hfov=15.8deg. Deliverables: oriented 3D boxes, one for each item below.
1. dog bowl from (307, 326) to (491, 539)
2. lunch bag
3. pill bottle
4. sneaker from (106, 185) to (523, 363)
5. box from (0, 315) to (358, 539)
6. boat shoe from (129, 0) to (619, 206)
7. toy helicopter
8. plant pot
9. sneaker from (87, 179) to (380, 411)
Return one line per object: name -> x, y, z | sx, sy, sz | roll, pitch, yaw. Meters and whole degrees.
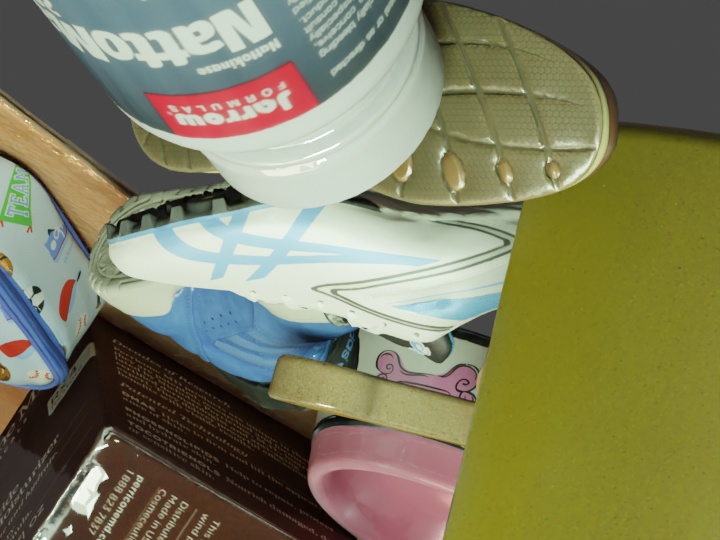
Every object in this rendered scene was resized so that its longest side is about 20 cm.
dog bowl -> 0.061, 0.104, 1.270 | 0.199, 0.074, 0.200 | 22, 160, 8
lunch bag -> -0.238, -0.017, 1.322 | 0.199, 0.076, 0.160 | 13, 154, 27
pill bottle -> -0.046, -0.108, 0.818 | 0.119, 0.120, 0.200 | 13, 157, 30
sneaker -> 0.000, 0.000, 1.002 | 0.199, 0.073, 0.072 | 2, -174, 1
box -> -0.114, 0.154, 1.355 | 0.164, 0.166, 0.200 | 31, -171, -17
boat shoe -> 0.010, -0.064, 0.951 | 0.199, 0.072, 0.067 | 6, -174, 33
toy helicopter -> 0.059, 0.070, 1.086 | 0.199, 0.079, 0.132 | 15, 178, -17
plant pot -> 0.165, 0.071, 0.927 | 0.176, 0.201, 0.200 | -5, 146, 33
sneaker -> -0.020, 0.011, 1.137 | 0.199, 0.077, 0.111 | -6, 148, 45
